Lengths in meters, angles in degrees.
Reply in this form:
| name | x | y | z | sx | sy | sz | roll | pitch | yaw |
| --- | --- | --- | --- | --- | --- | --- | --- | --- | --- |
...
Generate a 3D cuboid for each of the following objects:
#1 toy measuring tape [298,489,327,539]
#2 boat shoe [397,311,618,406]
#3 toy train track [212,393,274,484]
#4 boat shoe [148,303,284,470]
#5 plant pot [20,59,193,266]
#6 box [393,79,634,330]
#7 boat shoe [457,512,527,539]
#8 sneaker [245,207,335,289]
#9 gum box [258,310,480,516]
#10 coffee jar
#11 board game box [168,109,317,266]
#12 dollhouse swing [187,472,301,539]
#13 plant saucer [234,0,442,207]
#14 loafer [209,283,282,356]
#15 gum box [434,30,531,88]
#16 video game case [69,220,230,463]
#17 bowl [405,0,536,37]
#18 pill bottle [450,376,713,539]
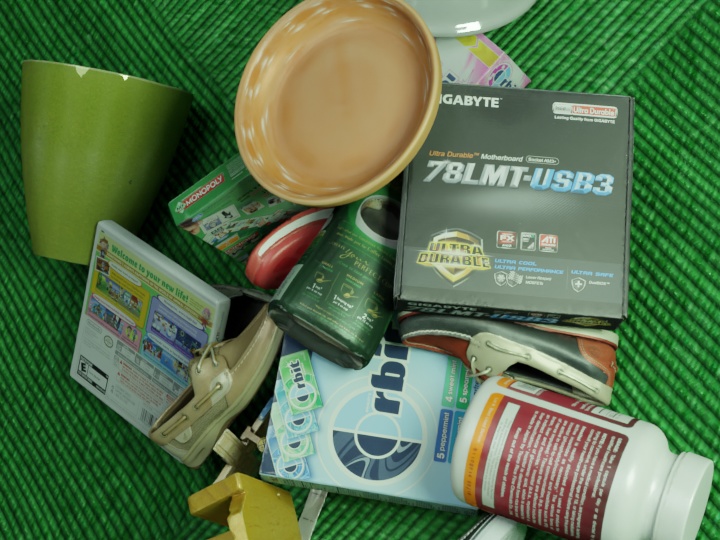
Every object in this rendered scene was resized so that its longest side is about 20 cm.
| name | x | y | z | sx | sy | sz | roll | pitch | yaw |
| --- | --- | --- | --- | --- | --- | --- | --- | --- | --- |
| toy measuring tape | -0.039 | 0.168 | 1.476 | 0.073 | 0.073 | 0.201 | 18 | 80 | 35 |
| boat shoe | 0.127 | 0.073 | 1.377 | 0.198 | 0.071 | 0.063 | 9 | 75 | 1 |
| toy train track | -0.082 | 0.149 | 1.494 | 0.032 | 0.115 | 0.201 | 28 | 77 | 23 |
| boat shoe | -0.135 | 0.104 | 1.497 | 0.201 | 0.064 | 0.071 | -55 | 11 | 22 |
| plant pot | -0.288 | -0.108 | 1.692 | 0.186 | 0.187 | 0.202 | 10 | 91 | 34 |
| box | 0.132 | -0.058 | 1.347 | 0.198 | 0.050 | 0.201 | 5 | 76 | 1 |
| boat shoe | 0.062 | 0.277 | 1.367 | 0.200 | 0.072 | 0.071 | -51 | 58 | 7 |
| sneaker | 0.000 | 0.000 | 1.464 | 0.199 | 0.079 | 0.116 | -19 | 57 | -26 |
| gum box | 0.021 | 0.120 | 1.423 | 0.198 | 0.045 | 0.172 | 8 | 73 | 4 |
| coffee jar | 0.007 | -0.020 | 1.400 | 0.104 | 0.085 | 0.201 | 31 | 74 | -1 |
| board game box | -0.064 | -0.085 | 1.465 | 0.199 | 0.134 | 0.029 | -34 | 61 | 14 |
| dollhouse swing | -0.135 | 0.313 | 1.413 | 0.174 | 0.182 | 0.202 | -19 | 69 | 14 |
| plant saucer | -0.017 | -0.147 | 1.361 | 0.198 | 0.037 | 0.202 | -10 | 69 | 26 |
| loafer | -0.125 | 0.045 | 1.578 | 0.198 | 0.070 | 0.071 | 8 | 74 | 33 |
| gum box | 0.060 | -0.212 | 1.571 | 0.114 | 0.066 | 0.200 | -48 | 54 | 7 |
| video game case | -0.218 | 0.071 | 1.606 | 0.199 | 0.022 | 0.184 | 31 | 116 | 37 |
| bowl | 0.085 | -0.325 | 1.532 | 0.199 | 0.091 | 0.202 | -1 | 48 | 1 |
| pill bottle | 0.184 | 0.168 | 1.302 | 0.198 | 0.113 | 0.114 | 17 | 79 | 22 |
